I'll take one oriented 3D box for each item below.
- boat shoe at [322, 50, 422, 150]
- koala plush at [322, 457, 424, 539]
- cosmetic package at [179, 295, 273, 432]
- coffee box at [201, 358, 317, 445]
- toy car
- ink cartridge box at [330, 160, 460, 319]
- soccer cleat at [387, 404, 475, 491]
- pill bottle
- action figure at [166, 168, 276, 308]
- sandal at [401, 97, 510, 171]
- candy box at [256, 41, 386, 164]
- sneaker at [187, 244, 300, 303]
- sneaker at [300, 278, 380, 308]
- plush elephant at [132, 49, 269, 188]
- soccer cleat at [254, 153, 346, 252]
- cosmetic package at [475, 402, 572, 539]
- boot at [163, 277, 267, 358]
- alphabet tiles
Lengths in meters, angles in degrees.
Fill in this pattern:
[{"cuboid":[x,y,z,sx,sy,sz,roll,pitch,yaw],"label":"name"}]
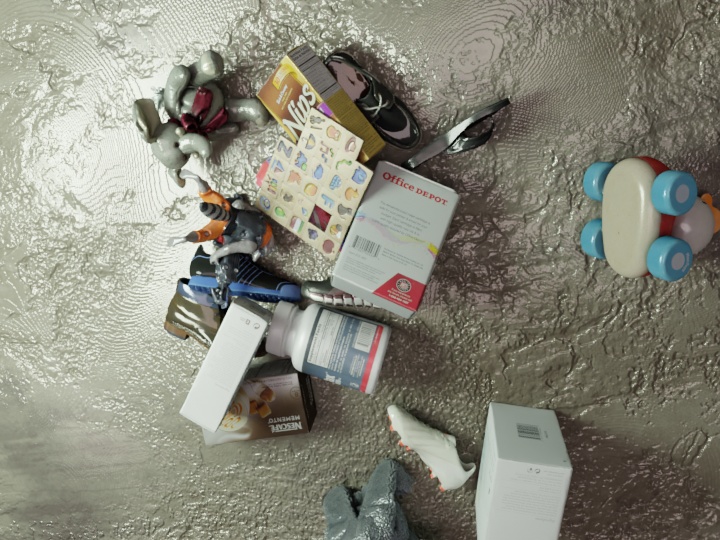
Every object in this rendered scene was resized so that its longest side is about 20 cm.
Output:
[{"cuboid":[0.017,-0.265,1.149,0.200,0.068,0.072,44,104,-6],"label":"boat shoe"},{"cuboid":[0.046,0.487,1.295,0.175,0.185,0.201,-30,111,14],"label":"koala plush"},{"cuboid":[-0.219,0.151,1.197,0.073,0.102,0.203,27,94,-3],"label":"cosmetic package"},{"cuboid":[-0.187,0.234,1.297,0.195,0.080,0.117,-8,103,10],"label":"coffee box"},{"cuboid":[0.472,-0.087,1.103,0.196,0.184,0.181,-7,105,-20],"label":"toy car"},{"cuboid":[0.055,-0.048,1.148,0.143,0.083,0.203,23,77,1],"label":"ink cartridge box"},{"cuboid":[0.124,0.303,1.283,0.077,0.069,0.201,-38,104,10],"label":"soccer cleat"},{"cuboid":[-0.055,0.124,1.230,0.196,0.120,0.122,17,106,4],"label":"pill bottle"},{"cuboid":[-0.211,-0.050,1.159,0.103,0.192,0.205,-14,69,38],"label":"action figure"},{"cuboid":[0.156,-0.202,1.143,0.199,0.075,0.048,-32,93,23],"label":"sandal"},{"cuboid":[-0.064,-0.240,1.144,0.201,0.056,0.116,51,142,-5],"label":"candy box"},{"cuboid":[-0.195,0.006,1.247,0.195,0.070,0.080,10,74,-10],"label":"sneaker"},{"cuboid":[0.000,0.000,1.223,0.195,0.076,0.118,5,99,-3],"label":"sneaker"},{"cuboid":[-0.271,-0.228,1.143,0.196,0.165,0.158,-1,64,23],"label":"plush elephant"},{"cuboid":[-0.088,-0.112,1.205,0.199,0.067,0.077,42,101,-1],"label":"soccer cleat"},{"cuboid":[0.263,0.360,1.205,0.120,0.200,0.205,6,105,6],"label":"cosmetic package"},{"cuboid":[-0.249,0.085,1.271,0.196,0.075,0.099,17,109,5],"label":"boot"},{"cuboid":[-0.071,-0.141,1.134,0.166,0.008,0.202,34,120,13],"label":"alphabet tiles"}]
